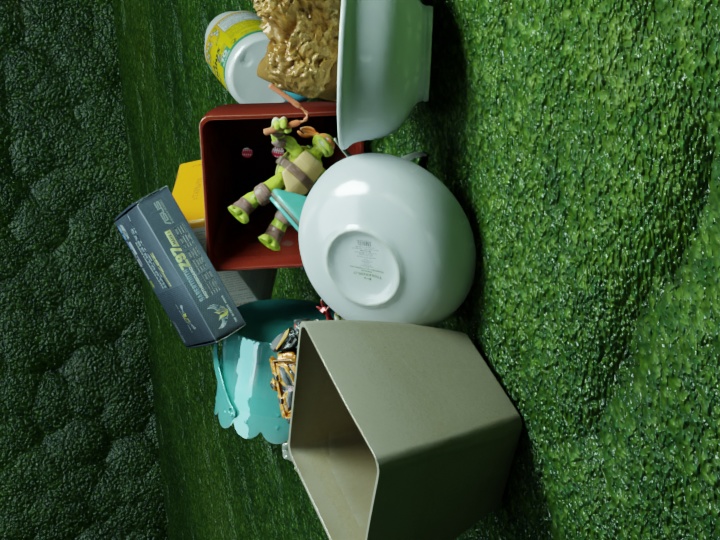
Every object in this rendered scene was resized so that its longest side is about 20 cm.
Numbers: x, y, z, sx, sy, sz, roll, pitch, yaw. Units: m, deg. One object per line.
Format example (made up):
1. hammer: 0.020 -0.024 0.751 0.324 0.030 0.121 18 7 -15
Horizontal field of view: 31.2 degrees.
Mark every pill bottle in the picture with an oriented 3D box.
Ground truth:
1. pill bottle: -0.164 -0.313 1.876 0.200 0.112 0.113 -129 35 -58

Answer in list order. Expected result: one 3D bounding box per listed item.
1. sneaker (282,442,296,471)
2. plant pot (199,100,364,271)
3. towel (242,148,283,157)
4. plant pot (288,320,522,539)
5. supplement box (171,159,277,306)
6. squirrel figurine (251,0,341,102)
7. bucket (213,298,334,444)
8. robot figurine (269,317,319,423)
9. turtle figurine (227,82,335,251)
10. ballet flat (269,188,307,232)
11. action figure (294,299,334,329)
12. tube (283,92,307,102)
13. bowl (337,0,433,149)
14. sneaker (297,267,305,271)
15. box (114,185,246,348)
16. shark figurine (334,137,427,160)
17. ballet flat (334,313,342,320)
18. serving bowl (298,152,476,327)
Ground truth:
1. sneaker: -0.055 0.277 1.849 0.200 0.076 0.076 -179 84 -71
2. plant pot: -0.103 -0.129 1.661 0.176 0.198 0.201 -106 14 -66
3. towel: -0.173 -0.128 1.874 0.022 0.144 0.201 28 109 43
4. plant pot: 0.048 0.169 1.301 0.200 0.176 0.201 -121 28 -42
5. supplement box: -0.191 -0.043 1.796 0.200 0.073 0.126 60 -151 -41
6. squirrel figurine: -0.043 -0.290 1.437 0.200 0.141 0.188 -27 -46 -73
7. bucket: -0.099 0.130 1.735 0.207 0.206 0.136 -137 48 -63
8. robot figurine: -0.020 0.122 1.496 0.058 0.199 0.146 -27 -74 -66
9. turtle figurine: -0.085 -0.115 1.535 0.200 0.161 0.064 46 171 -33
10. ballet flat: -0.014 -0.028 1.431 0.200 0.070 0.067 50 -176 -2
11. action figure: -0.023 0.117 1.567 0.200 0.065 0.099 44 168 30
12. tube: -0.059 -0.252 1.674 0.078 0.050 0.200 -66 17 -8
13. bowl: 0.027 -0.222 1.309 0.201 0.090 0.202 2 -90 -88
14. sneaker: -0.083 -0.026 1.748 0.200 0.108 0.070 -125 33 -58
15. box: -0.233 0.000 1.640 0.201 0.051 0.158 60 158 -6
16. shark figurine: 0.043 -0.086 1.400 0.128 0.089 0.215 53 -167 -39
17. ballet flat: 0.000 0.000 1.578 0.076 0.064 0.201 -122 30 -53
18. serving bowl: 0.016 -0.016 1.325 0.199 0.066 0.201 13 120 24
